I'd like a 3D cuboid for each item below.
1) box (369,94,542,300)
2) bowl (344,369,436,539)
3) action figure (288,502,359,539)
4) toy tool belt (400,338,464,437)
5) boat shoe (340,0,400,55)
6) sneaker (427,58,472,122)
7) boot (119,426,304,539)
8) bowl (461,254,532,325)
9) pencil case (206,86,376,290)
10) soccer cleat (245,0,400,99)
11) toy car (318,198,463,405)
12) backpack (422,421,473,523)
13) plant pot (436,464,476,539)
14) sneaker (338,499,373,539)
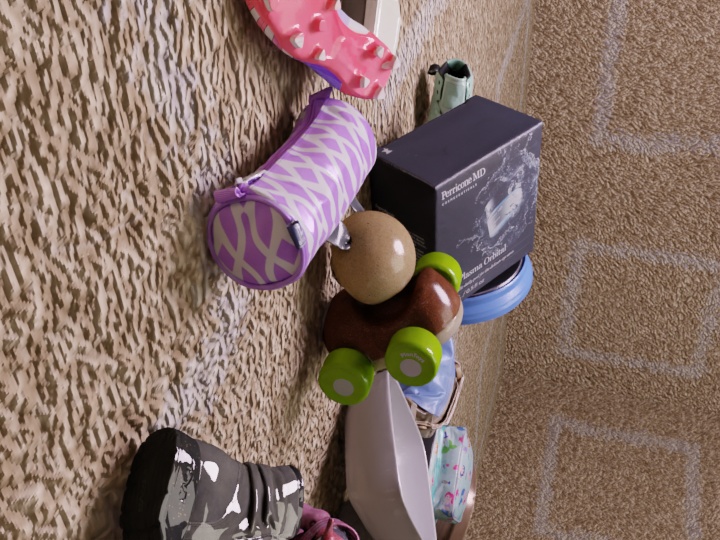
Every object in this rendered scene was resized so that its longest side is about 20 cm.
[{"bbox_3d":[0.120,-0.082,1.014,0.196,0.117,0.202,-32,135,-29],"label":"box"},{"bbox_3d":[0.035,0.251,1.004,0.201,0.074,0.201,-94,164,-46],"label":"bowl"},{"bbox_3d":[-0.041,0.246,0.636,0.200,0.147,0.135,-47,-130,45],"label":"action figure"},{"bbox_3d":[0.094,0.137,1.185,0.123,0.123,0.203,84,19,-68],"label":"toy tool belt"},{"bbox_3d":[0.009,-0.285,0.749,0.072,0.060,0.205,25,72,-63],"label":"boat shoe"},{"bbox_3d":[0.119,-0.207,1.137,0.119,0.073,0.203,86,11,-56],"label":"sneaker"},{"bbox_3d":[-0.097,0.209,0.506,0.130,0.067,0.202,33,61,-37],"label":"boot"},{"bbox_3d":[0.138,-0.003,1.115,0.201,0.198,0.040,-64,151,-48],"label":"bowl"},{"bbox_3d":[-0.050,-0.066,0.626,0.086,0.083,0.201,60,29,-20],"label":"pencil case"},{"bbox_3d":[-0.041,-0.192,0.630,0.199,0.076,0.067,23,93,-57],"label":"soccer cleat"},{"bbox_3d":[0.000,0.000,0.818,0.201,0.156,0.165,58,30,-23],"label":"toy car"},{"bbox_3d":[0.104,0.327,1.299,0.201,0.148,0.180,78,24,-64],"label":"backpack"},{"bbox_3d":[0.125,0.418,1.443,0.201,0.092,0.203,-158,-90,-81],"label":"plant pot"},{"bbox_3d":[-0.013,0.391,1.006,0.201,0.073,0.120,-52,141,-66],"label":"sneaker"}]
